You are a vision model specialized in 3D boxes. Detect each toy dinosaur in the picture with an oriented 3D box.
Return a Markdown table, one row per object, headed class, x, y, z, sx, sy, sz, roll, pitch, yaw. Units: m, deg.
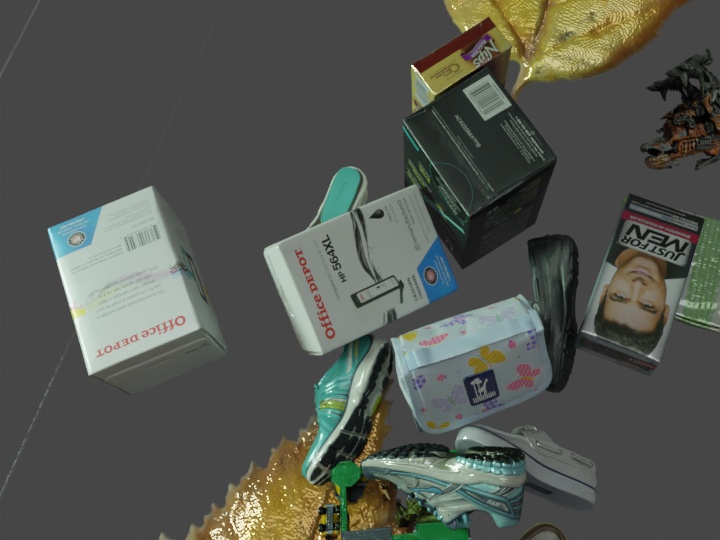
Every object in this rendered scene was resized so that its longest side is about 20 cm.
| class | x | y | z | sx | sy | sz | roll | pitch | yaw |
| --- | --- | --- | --- | --- | --- | --- | --- | --- | --- |
| toy dinosaur | 0.460 | -0.215 | 1.111 | 0.199 | 0.102 | 0.137 | -30 | 87 | -24 |

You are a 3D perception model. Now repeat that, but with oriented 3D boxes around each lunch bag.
| class | x | y | z | sx | sy | sz | roll | pitch | yaw |
| --- | --- | --- | --- | --- | --- | --- | --- | --- | --- |
| lunch bag | 0.126 | 0.112 | 0.962 | 0.168 | 0.200 | 0.128 | -19 | 71 | -2 |

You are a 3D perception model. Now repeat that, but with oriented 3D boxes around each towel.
| class | x | y | z | sx | sy | sz | roll | pitch | yaw |
| --- | --- | --- | --- | --- | --- | --- | --- | --- | --- |
| towel | 0.422 | -0.003 | 1.067 | 0.198 | 0.031 | 0.151 | 18 | 72 | 13 |

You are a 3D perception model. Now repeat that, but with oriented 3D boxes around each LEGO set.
| class | x | y | z | sx | sy | sz | roll | pitch | yaw |
| --- | --- | --- | --- | --- | --- | --- | --- | --- | --- |
| LEGO set | 0.053 | 0.305 | 0.974 | 0.197 | 0.117 | 0.155 | -12 | 42 | -3 |

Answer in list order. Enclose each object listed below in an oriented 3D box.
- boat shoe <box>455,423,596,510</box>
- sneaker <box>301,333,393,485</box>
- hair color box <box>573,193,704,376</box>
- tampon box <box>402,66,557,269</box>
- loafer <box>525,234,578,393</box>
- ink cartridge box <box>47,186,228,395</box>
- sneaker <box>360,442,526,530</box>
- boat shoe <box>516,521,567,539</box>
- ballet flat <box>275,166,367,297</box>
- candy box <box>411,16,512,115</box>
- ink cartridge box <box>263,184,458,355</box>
| class | x | y | z | sx | sy | sz | roll | pitch | yaw |
| --- | --- | --- | --- | --- | --- | --- | --- | --- | --- |
| boat shoe | 0.196 | 0.217 | 0.968 | 0.199 | 0.073 | 0.066 | 31 | 57 | -22 |
| sneaker | -0.025 | 0.172 | 1.035 | 0.079 | 0.078 | 0.202 | 14 | 68 | 29 |
| hair color box | 0.344 | 0.016 | 1.015 | 0.098 | 0.061 | 0.202 | 20 | 70 | 13 |
| tampon box | 0.143 | -0.121 | 1.035 | 0.125 | 0.200 | 0.151 | -32 | 74 | -6 |
| loafer | 0.238 | 0.053 | 1.046 | 0.070 | 0.068 | 0.203 | -2 | 75 | 26 |
| ink cartridge box | -0.280 | 0.031 | 1.052 | 0.145 | 0.146 | 0.202 | -22 | 71 | -3 |
| sneaker | 0.084 | 0.238 | 0.896 | 0.198 | 0.077 | 0.088 | -4 | 87 | 35 |
| boat shoe | 0.174 | 0.377 | 0.939 | 0.072 | 0.072 | 0.200 | 39 | 79 | 15 |
| ballet flat | -0.042 | -0.042 | 1.098 | 0.069 | 0.069 | 0.202 | 26 | 80 | 12 |
| candy box | 0.127 | -0.227 | 1.070 | 0.116 | 0.200 | 0.057 | -32 | 73 | -6 |
| ink cartridge box | 0.000 | 0.000 | 1.026 | 0.198 | 0.084 | 0.147 | -25 | 95 | -18 |
